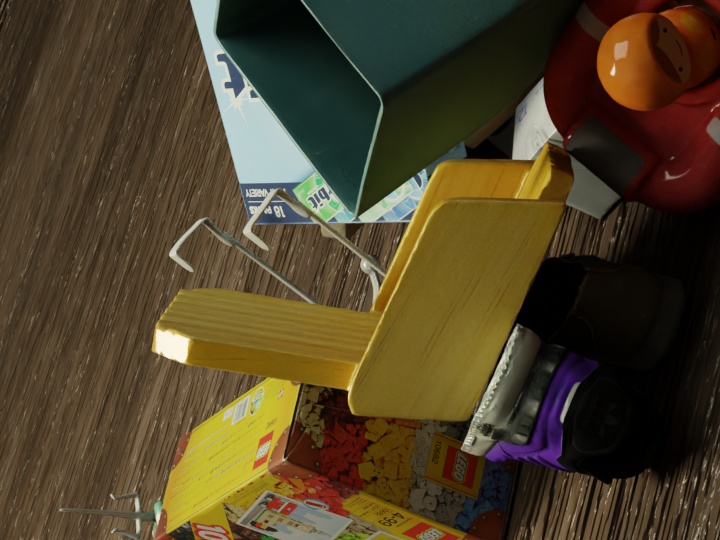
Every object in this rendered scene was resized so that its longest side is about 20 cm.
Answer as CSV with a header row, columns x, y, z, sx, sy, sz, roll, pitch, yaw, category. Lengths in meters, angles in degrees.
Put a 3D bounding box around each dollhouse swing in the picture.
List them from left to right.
x,y,z,sx,sy,sz,roll,pitch,yaw,category
0.002,-0.013,1.610,0.200,0.175,0.182,-68,2,-80,dollhouse swing

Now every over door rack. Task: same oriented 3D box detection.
x,y,z,sx,sy,sz,roll,pitch,yaw,category
0.000,0.000,1.807,0.148,0.200,0.067,-17,49,66,over door rack

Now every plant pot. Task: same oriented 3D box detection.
x,y,z,sx,sy,sz,roll,pitch,yaw,category
0.043,-0.158,1.599,0.200,0.141,0.141,-31,-18,-20,plant pot

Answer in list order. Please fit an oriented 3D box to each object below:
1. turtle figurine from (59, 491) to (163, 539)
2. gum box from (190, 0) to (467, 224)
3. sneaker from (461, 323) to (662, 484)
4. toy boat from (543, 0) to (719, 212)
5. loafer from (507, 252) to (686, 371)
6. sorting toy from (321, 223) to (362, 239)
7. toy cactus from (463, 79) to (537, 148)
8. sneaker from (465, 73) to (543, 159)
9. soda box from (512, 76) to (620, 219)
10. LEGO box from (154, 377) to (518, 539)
x,y,z,sx,sy,sz,roll,pitch,yaw,category
-0.123,0.238,1.859,0.150,0.200,0.101,-59,19,20,turtle figurine
-0.024,-0.129,1.800,0.170,0.201,0.045,0,21,44,gum box
0.114,0.084,1.575,0.200,0.099,0.070,69,-137,-85,sneaker
0.170,-0.120,1.542,0.200,0.130,0.131,-57,-16,29,toy boat
0.117,0.017,1.667,0.200,0.070,0.075,-10,58,68,loafer
0.042,-0.144,1.918,0.200,0.069,0.199,-48,-36,-56,sorting toy
0.103,-0.153,1.779,0.165,0.102,0.200,-51,-3,11,toy cactus
0.101,-0.132,1.903,0.087,0.075,0.200,93,-161,-60,sneaker
0.168,-0.119,1.696,0.200,0.068,0.064,-48,26,42,soda box
-0.017,0.135,1.771,0.200,0.149,0.077,-36,35,57,LEGO box
